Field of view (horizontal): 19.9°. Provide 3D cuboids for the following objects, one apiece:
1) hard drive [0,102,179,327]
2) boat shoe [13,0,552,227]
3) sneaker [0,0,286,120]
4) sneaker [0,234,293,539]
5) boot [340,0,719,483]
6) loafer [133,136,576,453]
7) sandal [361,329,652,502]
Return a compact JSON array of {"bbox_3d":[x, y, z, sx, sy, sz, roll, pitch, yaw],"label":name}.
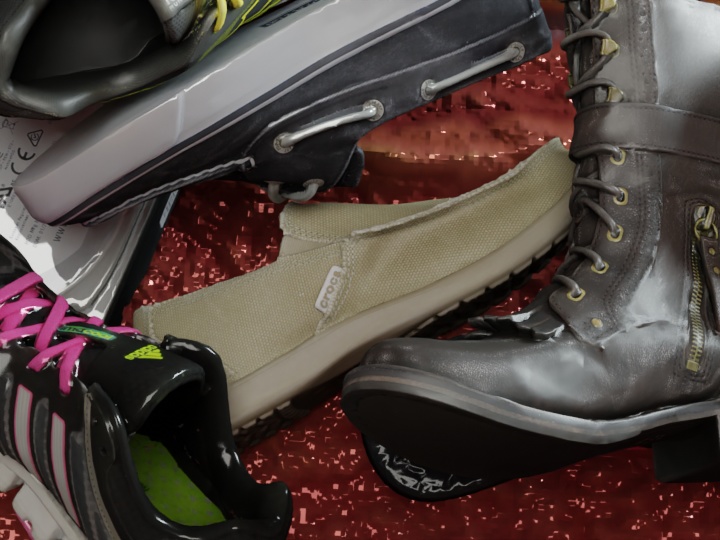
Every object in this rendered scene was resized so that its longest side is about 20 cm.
[{"bbox_3d":[-0.173,-0.044,0.793,0.199,0.038,0.140,21,75,7],"label":"hard drive"},{"bbox_3d":[-0.024,-0.056,0.733,0.200,0.072,0.068,-29,105,-10],"label":"boat shoe"},{"bbox_3d":[-0.050,-0.105,0.701,0.200,0.085,0.075,-34,114,-2],"label":"sneaker"},{"bbox_3d":[-0.094,0.039,0.698,0.200,0.087,0.074,51,36,4],"label":"sneaker"},{"bbox_3d":[0.082,-0.018,0.708,0.199,0.069,0.175,6,73,-27],"label":"boot"},{"bbox_3d":[0.000,0.000,0.759,0.200,0.076,0.068,-30,82,-7],"label":"loafer"},{"bbox_3d":[0.096,0.036,0.765,0.199,0.045,0.075,-16,76,-2],"label":"sandal"}]
